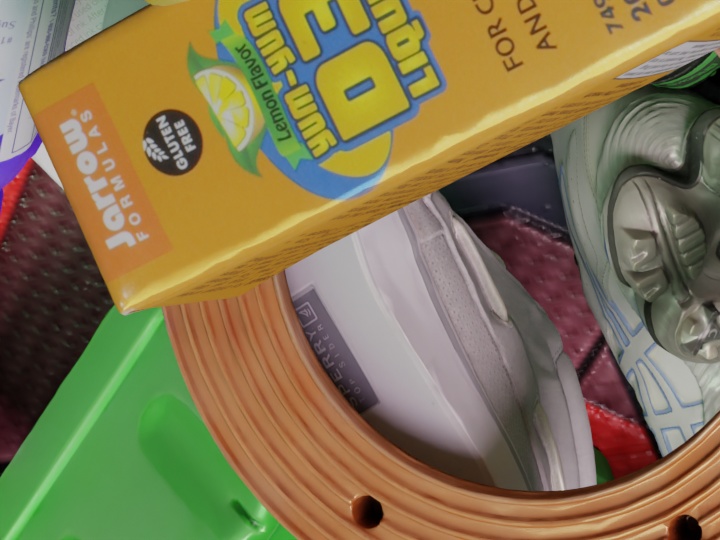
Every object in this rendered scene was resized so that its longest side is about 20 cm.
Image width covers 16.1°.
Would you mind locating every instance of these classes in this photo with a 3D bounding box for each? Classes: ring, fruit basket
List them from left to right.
[{"bbox_3d":[-0.031,0.085,0.821,0.215,0.216,0.156,32,100,-13],"label":"fruit basket"},{"bbox_3d":[0.041,-0.010,0.625,0.200,0.019,0.201,3,98,23],"label":"ring"}]

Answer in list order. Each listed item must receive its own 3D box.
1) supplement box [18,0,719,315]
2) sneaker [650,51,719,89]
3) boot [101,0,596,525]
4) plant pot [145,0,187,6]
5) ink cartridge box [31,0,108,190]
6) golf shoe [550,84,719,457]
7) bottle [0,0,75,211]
[{"bbox_3d":[0.023,-0.059,0.581,0.200,0.069,0.067,-27,87,25],"label":"supplement box"},{"bbox_3d":[0.123,-0.117,0.641,0.200,0.078,0.085,-33,152,29],"label":"sneaker"},{"bbox_3d":[0.000,0.000,0.705,0.074,0.096,0.200,-25,86,22],"label":"boot"},{"bbox_3d":[-0.009,-0.186,0.534,0.201,0.201,0.189,-23,106,32],"label":"plant pot"},{"bbox_3d":[-0.067,-0.096,0.719,0.145,0.048,0.200,-29,116,34],"label":"ink cartridge box"},{"bbox_3d":[0.109,0.021,0.755,0.078,0.097,0.200,-28,125,-10],"label":"golf shoe"},{"bbox_3d":[-0.124,-0.058,0.693,0.083,0.065,0.200,19,134,-2],"label":"bottle"}]
